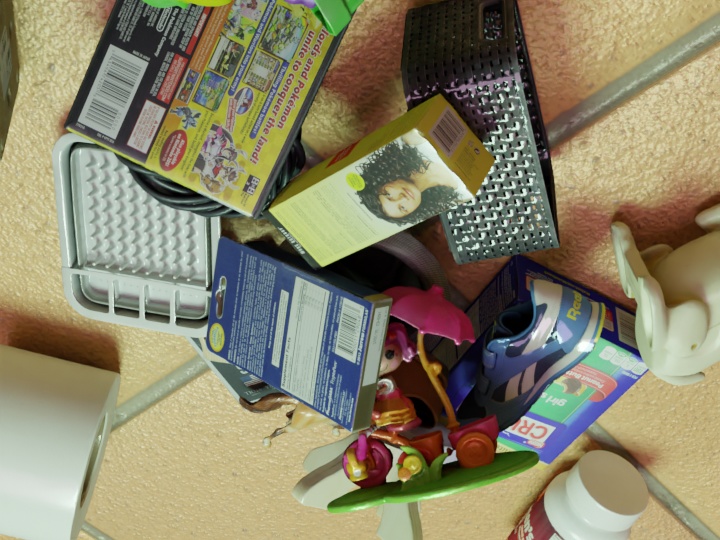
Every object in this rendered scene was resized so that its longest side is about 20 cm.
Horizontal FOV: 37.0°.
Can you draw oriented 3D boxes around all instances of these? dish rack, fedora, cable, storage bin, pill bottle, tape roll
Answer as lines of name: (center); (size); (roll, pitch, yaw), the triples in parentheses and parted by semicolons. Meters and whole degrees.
dish rack: (-0.209, -0.039, 1.049); (0.171, 0.044, 0.201); (9, 119, 13)
fedora: (0.000, 0.000, 1.060); (0.176, 0.091, 0.200); (-11, 136, 17)
cable: (-0.139, -0.128, 0.942); (0.163, 0.051, 0.200); (-25, 106, 1)
storage bin: (0.105, -0.120, 0.913); (0.093, 0.135, 0.200); (-9, 129, 14)
pill bottle: (0.255, 0.309, 1.289); (0.109, 0.110, 0.200); (18, 130, -9)
tape roll: (-0.362, 0.196, 1.201); (0.139, 0.203, 0.203); (14, 131, -7)

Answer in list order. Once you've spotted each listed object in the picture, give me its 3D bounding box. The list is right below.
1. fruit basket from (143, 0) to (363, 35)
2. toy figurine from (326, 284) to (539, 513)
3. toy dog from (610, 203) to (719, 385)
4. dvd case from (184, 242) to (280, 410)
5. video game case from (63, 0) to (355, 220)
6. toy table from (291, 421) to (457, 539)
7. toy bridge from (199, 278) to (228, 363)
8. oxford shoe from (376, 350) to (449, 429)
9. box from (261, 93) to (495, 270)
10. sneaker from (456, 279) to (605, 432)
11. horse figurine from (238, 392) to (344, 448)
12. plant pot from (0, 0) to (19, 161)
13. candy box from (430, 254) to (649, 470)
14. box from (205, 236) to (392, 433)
fruit basket: (-0.088, -0.260, 0.793); (0.215, 0.156, 0.216); (-3, 109, -9)
toy figurine: (0.043, 0.108, 0.984); (0.199, 0.150, 0.185); (-16, 86, 10)
toy dog: (0.357, 0.024, 1.005); (0.199, 0.140, 0.194); (-15, 113, 6)
dvd case: (-0.113, 0.067, 1.177); (0.150, 0.025, 0.200); (-18, 126, 22)
video game case: (-0.126, -0.170, 0.900); (0.180, 0.026, 0.200); (25, 102, -5)
toy table: (0.024, 0.202, 1.116); (0.200, 0.184, 0.117); (25, 95, -34)
toy bridge: (-0.159, 0.000, 1.096); (0.067, 0.027, 0.201); (7, 118, 12)
oxford shoe: (0.005, 0.093, 1.043); (0.200, 0.071, 0.071); (28, 135, -22)
box: (0.009, -0.066, 0.867); (0.075, 0.050, 0.200); (46, 141, -16)
sneaker: (0.145, 0.084, 1.036); (0.082, 0.074, 0.200); (31, 120, -13)
horse figurine: (-0.031, 0.160, 1.208); (0.199, 0.050, 0.133); (10, 143, -23)
plant pot: (-0.384, -0.183, 0.890); (0.176, 0.200, 0.200); (0, 132, -9)
candy box: (0.178, 0.102, 1.138); (0.169, 0.077, 0.200); (25, 129, -14)
box: (-0.061, 0.050, 0.972); (0.200, 0.032, 0.122); (23, 112, 37)
